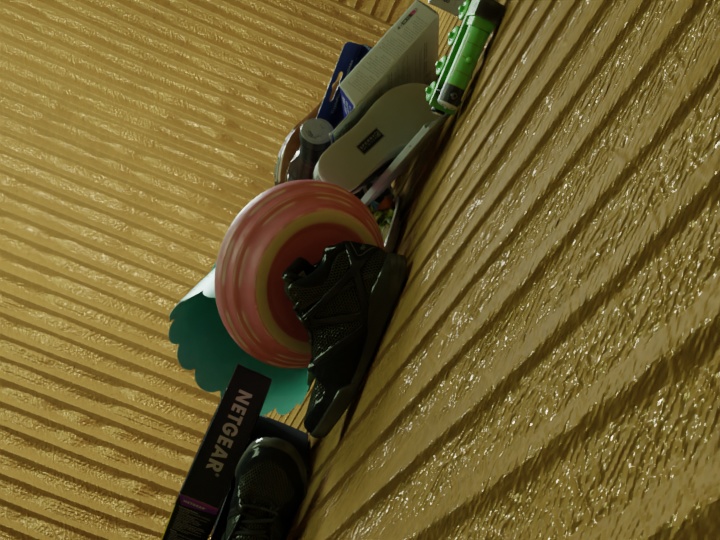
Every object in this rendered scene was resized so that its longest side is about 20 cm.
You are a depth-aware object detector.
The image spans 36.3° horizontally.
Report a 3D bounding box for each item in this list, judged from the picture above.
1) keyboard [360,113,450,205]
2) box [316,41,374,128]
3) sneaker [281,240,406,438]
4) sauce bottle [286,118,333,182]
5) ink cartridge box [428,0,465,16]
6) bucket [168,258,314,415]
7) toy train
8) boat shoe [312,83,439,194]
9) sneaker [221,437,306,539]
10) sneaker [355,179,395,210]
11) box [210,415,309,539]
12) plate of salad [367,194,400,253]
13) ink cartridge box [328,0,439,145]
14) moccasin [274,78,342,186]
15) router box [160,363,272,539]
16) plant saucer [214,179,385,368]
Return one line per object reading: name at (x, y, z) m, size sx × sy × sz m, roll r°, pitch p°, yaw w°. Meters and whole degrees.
keyboard at (0.048, -0.122, 1.240) m, size 0.056 × 0.011 × 0.200 m, roll -35°, pitch -6°, yaw -35°
box at (0.028, -0.229, 1.444) m, size 0.199 × 0.032 × 0.122 m, roll -4°, pitch -58°, yaw -52°
sneaker at (-0.038, 0.062, 1.087) m, size 0.076 × 0.113 × 0.201 m, roll -82°, pitch 12°, yaw -78°
sauce bottle at (-0.062, -0.109, 1.368) m, size 0.201 × 0.065 × 0.066 m, roll 97°, pitch -170°, yaw -57°
ink cartridge box at (0.133, -0.369, 1.309) m, size 0.200 × 0.066 × 0.117 m, roll -79°, pitch 12°, yaw -67°
bucket at (-0.126, 0.067, 1.383) m, size 0.135 × 0.206 × 0.208 m, roll -56°, pitch -5°, yaw -43°
toy train at (0.120, -0.252, 1.125) m, size 0.056 × 0.041 × 0.201 m, roll -136°, pitch 67°, yaw -74°
boat shoe at (0.016, -0.146, 1.258) m, size 0.200 × 0.071 × 0.064 m, roll -38°, pitch -4°, yaw -26°
sneaker at (-0.107, 0.268, 1.105) m, size 0.115 × 0.076 × 0.201 m, roll -80°, pitch 9°, yaw -59°
sneaker at (-0.004, -0.033, 1.464) m, size 0.201 × 0.078 × 0.090 m, roll -58°, pitch -2°, yaw 20°
box at (-0.120, 0.266, 1.319) m, size 0.200 × 0.078 × 0.142 m, roll -128°, pitch 58°, yaw -85°
plate of salad at (0.000, 0.000, 1.316) m, size 0.200 × 0.048 × 0.202 m, roll -158°, pitch 90°, yaw -85°
ink cartridge box at (0.021, -0.202, 1.344) m, size 0.200 × 0.043 × 0.197 m, roll -48°, pitch -15°, yaw -13°
moccasin at (-0.044, -0.171, 1.473) m, size 0.202 × 0.077 × 0.074 m, roll -51°, pitch -34°, yaw -28°
router box at (-0.169, 0.229, 1.260) m, size 0.201 × 0.051 × 0.150 m, roll -71°, pitch 5°, yaw -49°
plant saucer at (-0.052, 0.008, 1.144) m, size 0.051 × 0.200 × 0.202 m, roll 21°, pitch 89°, yaw 57°
